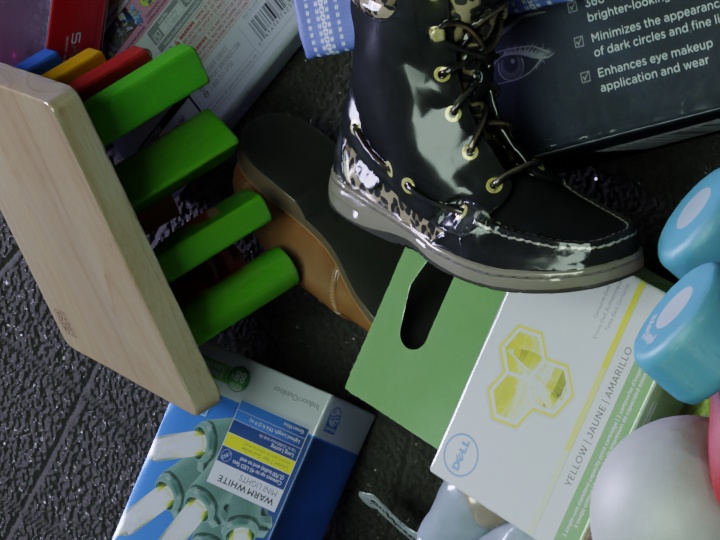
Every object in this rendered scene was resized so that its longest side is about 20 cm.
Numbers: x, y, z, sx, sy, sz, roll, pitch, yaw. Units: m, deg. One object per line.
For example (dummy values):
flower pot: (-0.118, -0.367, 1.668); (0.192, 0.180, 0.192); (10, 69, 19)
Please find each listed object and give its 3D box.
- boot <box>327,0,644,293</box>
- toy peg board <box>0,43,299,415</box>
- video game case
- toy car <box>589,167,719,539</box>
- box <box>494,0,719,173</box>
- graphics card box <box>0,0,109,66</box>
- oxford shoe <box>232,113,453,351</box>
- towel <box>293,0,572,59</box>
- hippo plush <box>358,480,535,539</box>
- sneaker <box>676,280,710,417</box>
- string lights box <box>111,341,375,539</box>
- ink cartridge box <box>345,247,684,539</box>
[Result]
boot: (0.059, -0.080, 1.425); (0.200, 0.073, 0.151); (24, 123, 45)
toy peg board: (-0.133, -0.044, 1.644); (0.199, 0.098, 0.201); (22, 139, 61)
video game case: (-0.111, -0.174, 1.714); (0.200, 0.022, 0.182); (-49, 68, 27)
toy car: (0.176, 0.092, 1.381); (0.184, 0.177, 0.200); (39, 122, -12)
box: (0.147, -0.166, 1.485); (0.196, 0.117, 0.201); (-13, 86, 35)
graphics card box: (-0.243, -0.153, 1.766); (0.200, 0.051, 0.126); (28, 118, 36)
oxford shoe: (0.000, 0.000, 1.635); (0.200, 0.071, 0.071); (48, 143, 23)
towel: (0.041, -0.197, 1.478); (0.199, 0.024, 0.146); (-10, 89, 36)
hippo plush: (0.038, 0.187, 1.531); (0.199, 0.161, 0.160); (21, 122, 29)
sneaker: (0.209, 0.024, 1.488); (0.090, 0.078, 0.201); (25, 112, 22)
string lights box: (-0.081, 0.153, 1.658); (0.102, 0.059, 0.201); (21, 86, 31)
ink cartridge box: (0.076, 0.042, 1.497); (0.200, 0.048, 0.146); (31, 102, 33)
